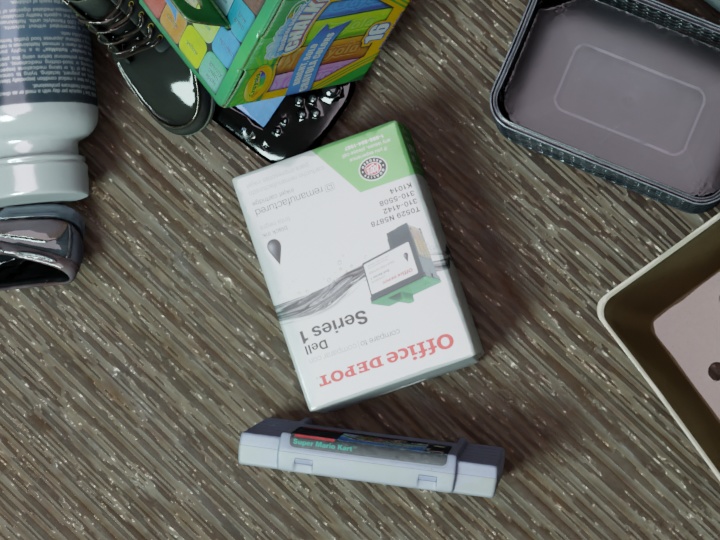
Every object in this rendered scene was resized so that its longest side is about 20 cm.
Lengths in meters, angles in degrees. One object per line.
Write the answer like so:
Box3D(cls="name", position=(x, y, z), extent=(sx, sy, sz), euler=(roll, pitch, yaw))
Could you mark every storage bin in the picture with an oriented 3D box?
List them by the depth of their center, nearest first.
Box3D(cls="storage bin", position=(0.214, -0.141, 1.561), extent=(0.200, 0.094, 0.135), euler=(23, 90, 6))

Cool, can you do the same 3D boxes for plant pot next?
Box3D(cls="plant pot", position=(0.313, 0.051, 1.497), extent=(0.200, 0.177, 0.200), euler=(-36, 85, 3))

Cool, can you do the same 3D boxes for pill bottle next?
Box3D(cls="pill bottle", position=(-0.274, -0.156, 1.602), extent=(0.119, 0.120, 0.200), euler=(-7, 86, 6))

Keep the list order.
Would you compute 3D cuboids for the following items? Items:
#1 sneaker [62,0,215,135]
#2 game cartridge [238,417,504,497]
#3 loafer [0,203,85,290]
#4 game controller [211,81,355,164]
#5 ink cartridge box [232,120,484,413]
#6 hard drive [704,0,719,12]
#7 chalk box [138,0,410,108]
Box3D(cls="sneaker", position=(-0.188, -0.190, 1.569), extent=(0.075, 0.106, 0.200), euler=(-21, 101, 21))
Box3D(cls="game cartridge", position=(0.012, 0.144, 1.552), extent=(0.200, 0.130, 0.038), euler=(7, 88, 6))
Box3D(cls="loafer", position=(-0.325, -0.008, 1.619), extent=(0.200, 0.072, 0.063), euler=(-9, 54, 3))
Box3D(cls="game controller", position=(-0.103, -0.175, 1.623), extent=(0.200, 0.042, 0.104), euler=(38, 92, 7))
Box3D(cls="ink cartridge box", position=(0.000, 0.000, 1.582), extent=(0.146, 0.084, 0.200), euler=(-20, 85, 6))
Box3D(cls="hard drive", position=(0.274, -0.268, 1.547), extent=(0.200, 0.140, 0.033), euler=(39, 135, 7))
Box3D(cls="chalk box", position=(-0.077, -0.214, 1.508), extent=(0.125, 0.200, 0.124), euler=(54, 135, 22))
